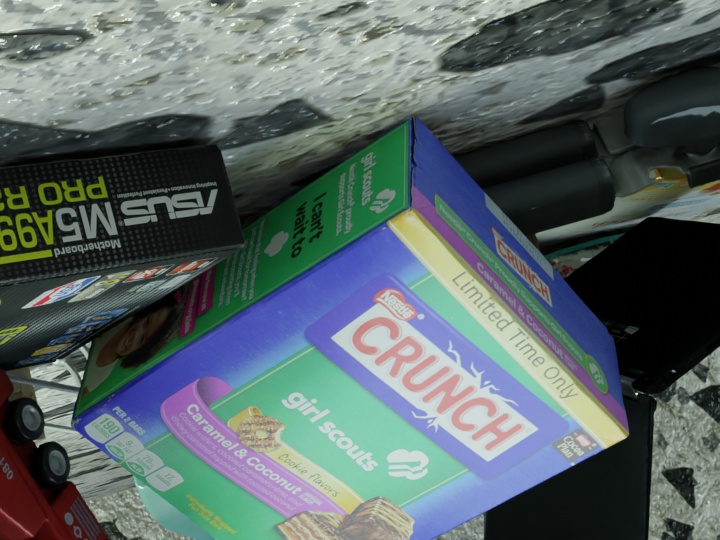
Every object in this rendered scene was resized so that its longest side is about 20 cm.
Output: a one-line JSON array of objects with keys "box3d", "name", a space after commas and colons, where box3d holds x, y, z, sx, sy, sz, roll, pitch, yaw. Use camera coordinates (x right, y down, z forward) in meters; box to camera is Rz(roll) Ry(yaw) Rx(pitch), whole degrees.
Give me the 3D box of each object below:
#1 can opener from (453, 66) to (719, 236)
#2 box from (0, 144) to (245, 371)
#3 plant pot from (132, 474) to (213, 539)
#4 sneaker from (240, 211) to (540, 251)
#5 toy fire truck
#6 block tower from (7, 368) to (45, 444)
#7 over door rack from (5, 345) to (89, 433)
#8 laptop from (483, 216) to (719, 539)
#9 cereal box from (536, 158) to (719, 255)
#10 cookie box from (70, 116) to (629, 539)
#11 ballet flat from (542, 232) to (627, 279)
[{"box3d": [0.104, -0.058, 0.731, 0.198, 0.053, 0.067, -19, 137, 1], "name": "can opener"}, {"box3d": [-0.163, 0.009, 0.607, 0.159, 0.045, 0.199, -11, 170, -37], "name": "box"}, {"box3d": [-0.111, 0.123, 1.162, 0.140, 0.143, 0.200, -18, 164, 8], "name": "plant pot"}, {"box3d": [0.000, 0.000, 0.793, 0.198, 0.076, 0.090, -3, 166, -24], "name": "sneaker"}, {"box3d": [-0.181, 0.119, 0.648, 0.048, 0.201, 0.141, -19, -160, 25], "name": "toy fire truck"}, {"box3d": [-0.306, 0.108, 0.937, 0.198, 0.055, 0.058, -10, 170, -37], "name": "block tower"}, {"box3d": [-0.196, 0.063, 0.860, 0.197, 0.067, 0.148, 0, 165, -17], "name": "over door rack"}, {"box3d": [0.151, 0.077, 0.781, 0.199, 0.117, 0.187, -35, -165, -13], "name": "laptop"}, {"box3d": [0.156, -0.044, 0.904, 0.143, 0.040, 0.199, -9, 168, -37], "name": "cereal box"}, {"box3d": [-0.003, 0.051, 0.688, 0.199, 0.076, 0.171, -32, 122, 23], "name": "cookie box"}, {"box3d": [0.099, 0.022, 0.892, 0.198, 0.065, 0.076, -10, 168, -15], "name": "ballet flat"}]
